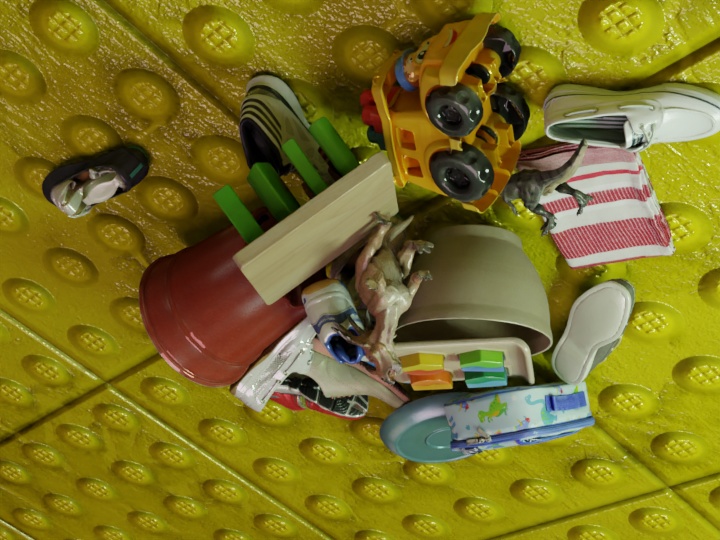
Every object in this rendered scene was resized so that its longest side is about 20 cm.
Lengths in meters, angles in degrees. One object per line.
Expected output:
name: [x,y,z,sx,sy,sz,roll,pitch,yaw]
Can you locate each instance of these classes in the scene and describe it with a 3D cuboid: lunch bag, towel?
lunch bag: [0.223,0.199,1.638,0.160,0.083,0.199,-16,170,34]
towel: [0.284,-0.078,1.423,0.143,0.023,0.200,-9,134,29]

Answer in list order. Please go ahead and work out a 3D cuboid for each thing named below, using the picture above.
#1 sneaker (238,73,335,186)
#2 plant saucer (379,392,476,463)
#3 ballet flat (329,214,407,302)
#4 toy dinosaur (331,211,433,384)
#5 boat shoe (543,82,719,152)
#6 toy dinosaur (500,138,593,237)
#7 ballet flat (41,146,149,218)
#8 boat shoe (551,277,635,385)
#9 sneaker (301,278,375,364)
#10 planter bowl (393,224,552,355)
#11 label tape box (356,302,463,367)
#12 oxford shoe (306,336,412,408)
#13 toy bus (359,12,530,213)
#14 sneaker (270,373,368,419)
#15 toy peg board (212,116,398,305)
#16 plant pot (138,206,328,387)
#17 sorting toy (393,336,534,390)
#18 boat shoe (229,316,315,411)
sneaker: [-0.082,-0.128,1.422,0.075,0.116,0.201,-19,129,35]
plant saucer: [0.128,0.244,1.788,0.198,0.028,0.201,-6,145,-4]
ballet flat: [0.000,0.000,1.577,0.068,0.068,0.200,23,140,-6]
toy dinosaur: [0.020,0.020,1.410,0.085,0.201,0.136,16,139,-16]
boat shoe: [0.297,-0.157,1.292,0.198,0.067,0.074,2,138,17]
toy dinosaur: [0.213,-0.091,1.368,0.088,0.048,0.200,43,151,-19]
ballet flat: [-0.366,-0.111,1.580,0.199,0.073,0.073,-16,130,34]
boat shoe: [0.312,0.072,1.555,0.072,0.060,0.202,43,143,19]
sneaker: [-0.016,0.090,1.515,0.075,0.089,0.200,-26,148,14]
planter bowl: [0.141,0.023,1.477,0.198,0.136,0.200,4,162,1]
label tape box: [0.066,0.087,1.649,0.143,0.066,0.200,32,154,-17]
oxford shoe: [-0.019,0.159,1.745,0.199,0.074,0.071,29,-176,-3]
toy bus: [0.076,-0.185,1.309,0.191,0.136,0.201,15,141,28]
sneaker: [-0.077,0.185,1.821,0.199,0.077,0.085,17,147,16]
toy peg board: [-0.067,-0.074,1.369,0.098,0.199,0.199,54,176,13]
plant pot: [-0.158,0.025,1.578,0.195,0.202,0.200,-32,121,34]
sorting toy: [0.119,0.122,1.506,0.198,0.037,0.185,1,162,11]
boat shoe: [-0.097,0.117,1.682,0.069,0.071,0.200,43,98,-11]
